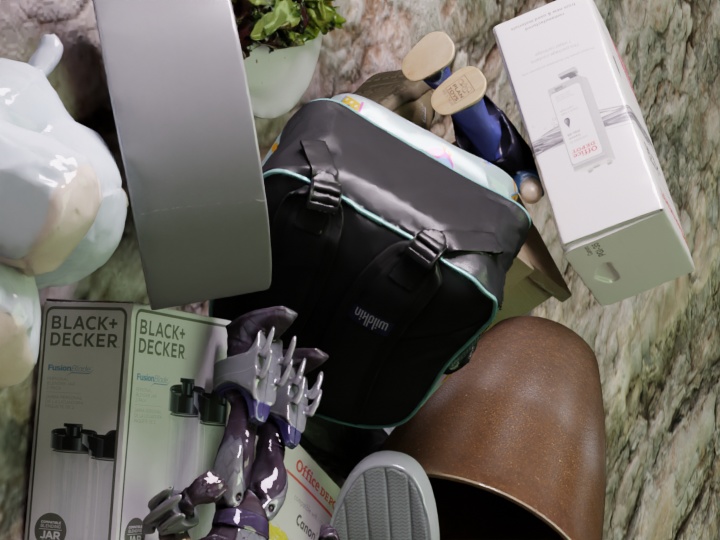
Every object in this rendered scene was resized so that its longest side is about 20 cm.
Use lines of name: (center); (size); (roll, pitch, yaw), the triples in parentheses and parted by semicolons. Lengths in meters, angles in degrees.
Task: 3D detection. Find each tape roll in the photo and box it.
tape roll: (-0.098, -0.082, 0.759); (0.200, 0.066, 0.201); (170, -90, -82)

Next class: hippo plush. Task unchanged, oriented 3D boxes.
hippo plush: (-0.193, -0.036, 0.633); (0.200, 0.159, 0.161); (46, 9, 2)

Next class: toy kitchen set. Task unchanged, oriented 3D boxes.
toy kitchen set: (0.027, -0.032, 1.135); (0.200, 0.163, 0.181); (34, 27, -51)

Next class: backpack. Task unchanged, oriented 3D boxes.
backpack: (0.000, 0.000, 0.924); (0.200, 0.176, 0.153); (-63, 180, 41)

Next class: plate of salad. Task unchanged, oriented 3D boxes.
plate of salad: (-0.060, -0.204, 0.978); (0.200, 0.048, 0.201); (1, 90, -65)

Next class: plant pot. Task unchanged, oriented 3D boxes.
plant pot: (0.108, 0.135, 1.066); (0.200, 0.187, 0.187); (-63, 144, -39)

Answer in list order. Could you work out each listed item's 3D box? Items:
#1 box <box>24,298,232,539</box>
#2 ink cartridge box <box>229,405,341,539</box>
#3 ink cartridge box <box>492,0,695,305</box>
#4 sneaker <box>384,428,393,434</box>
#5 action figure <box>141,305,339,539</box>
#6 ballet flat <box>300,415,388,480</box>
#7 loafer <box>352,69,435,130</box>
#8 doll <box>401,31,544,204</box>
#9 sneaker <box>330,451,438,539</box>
box: (-0.130, 0.120, 0.812); (0.117, 0.060, 0.201); (20, 72, -64)
ink cartridge box: (-0.067, 0.181, 0.938); (0.117, 0.067, 0.200); (55, 42, -51)
ink cartridge box: (0.184, -0.092, 1.120); (0.147, 0.083, 0.200); (41, 32, -61)
sneaker: (0.036, 0.153, 1.181); (0.071, 0.073, 0.200); (100, 8, -53)
action figure: (-0.063, 0.126, 0.796); (0.130, 0.069, 0.200); (39, 49, -44)
ballet flat: (-0.032, 0.110, 1.053); (0.200, 0.057, 0.067); (53, 50, -43)
loafer: (0.018, -0.110, 1.113); (0.200, 0.076, 0.068); (-41, 120, -58)
doll: (0.100, -0.104, 1.103); (0.137, 0.048, 0.200); (53, 8, 29)
sneaker: (0.019, 0.199, 0.962); (0.071, 0.073, 0.200); (-65, 159, -60)
